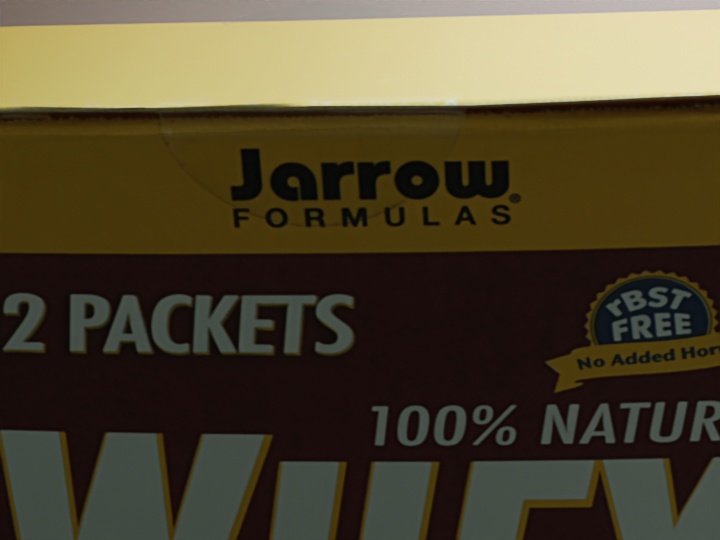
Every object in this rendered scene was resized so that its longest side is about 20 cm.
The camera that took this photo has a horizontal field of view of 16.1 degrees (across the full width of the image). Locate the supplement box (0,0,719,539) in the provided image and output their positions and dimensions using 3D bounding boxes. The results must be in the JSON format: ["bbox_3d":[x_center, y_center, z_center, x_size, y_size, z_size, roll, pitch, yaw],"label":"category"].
[{"bbox_3d":[0.012,-0.004,0.458,0.132,0.198,0.201,0,37,5],"label":"supplement box"}]
